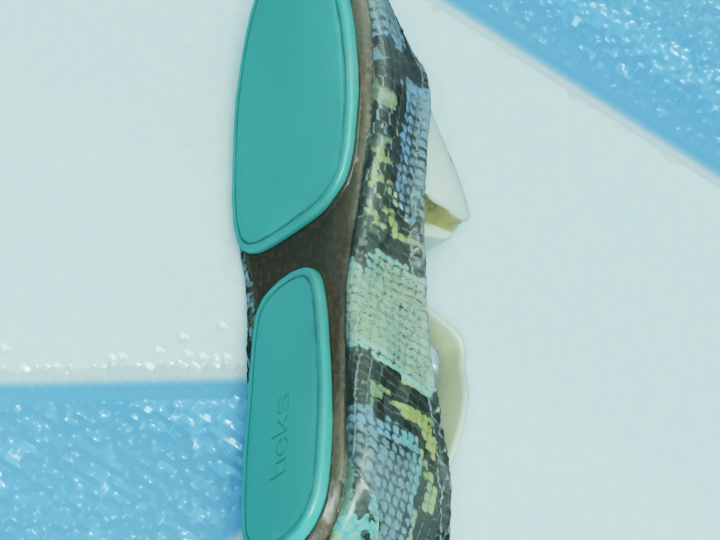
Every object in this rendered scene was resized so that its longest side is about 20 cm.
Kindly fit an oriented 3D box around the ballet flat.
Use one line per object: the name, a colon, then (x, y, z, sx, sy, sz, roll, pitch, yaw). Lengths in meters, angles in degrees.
ballet flat: (0.000, 0.000, 0.843, 0.074, 0.074, 0.201, 7, 67, -12)
